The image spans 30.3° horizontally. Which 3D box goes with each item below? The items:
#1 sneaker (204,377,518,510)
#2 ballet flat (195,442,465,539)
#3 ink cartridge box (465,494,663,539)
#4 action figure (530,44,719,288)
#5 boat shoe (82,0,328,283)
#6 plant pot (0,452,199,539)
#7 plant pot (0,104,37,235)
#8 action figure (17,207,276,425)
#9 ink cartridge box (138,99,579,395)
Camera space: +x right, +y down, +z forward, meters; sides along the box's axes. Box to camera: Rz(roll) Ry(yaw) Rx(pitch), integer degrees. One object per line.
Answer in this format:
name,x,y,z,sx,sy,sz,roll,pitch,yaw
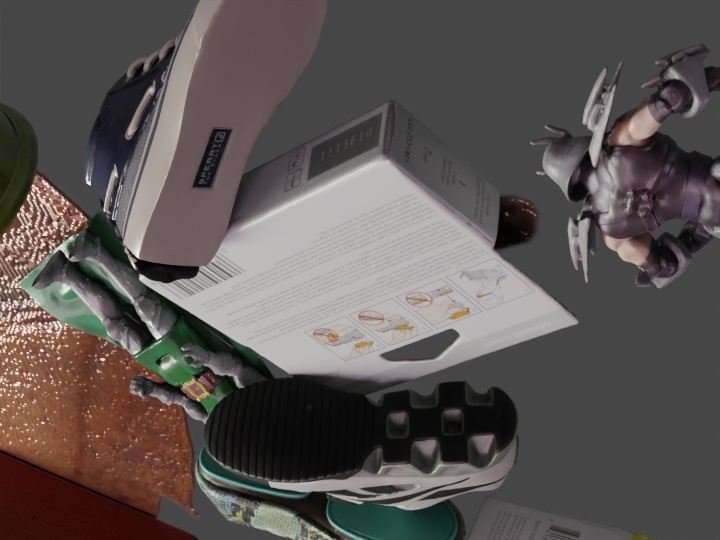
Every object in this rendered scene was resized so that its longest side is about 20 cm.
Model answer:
sneaker,0.001,0.119,0.838,0.197,0.075,0.089,2,145,10
ballet flat,-0.019,0.163,0.905,0.197,0.074,0.075,18,136,23
ink cartridge box,0.148,0.240,0.821,0.197,0.146,0.084,11,135,26
action figure,0.175,-0.037,0.636,0.197,0.070,0.131,15,141,18
boat shoe,-0.090,-0.101,0.697,0.093,0.074,0.202,45,117,38
plant pot,-0.257,0.300,1.058,0.197,0.177,0.202,21,136,6
plant pot,-0.302,-0.091,0.689,0.197,0.202,0.191,-3,136,27
action figure,-0.118,0.053,0.864,0.200,0.055,0.117,43,131,-21
ink cartridge box,0.000,0.000,0.766,0.198,0.044,0.173,-22,137,37
